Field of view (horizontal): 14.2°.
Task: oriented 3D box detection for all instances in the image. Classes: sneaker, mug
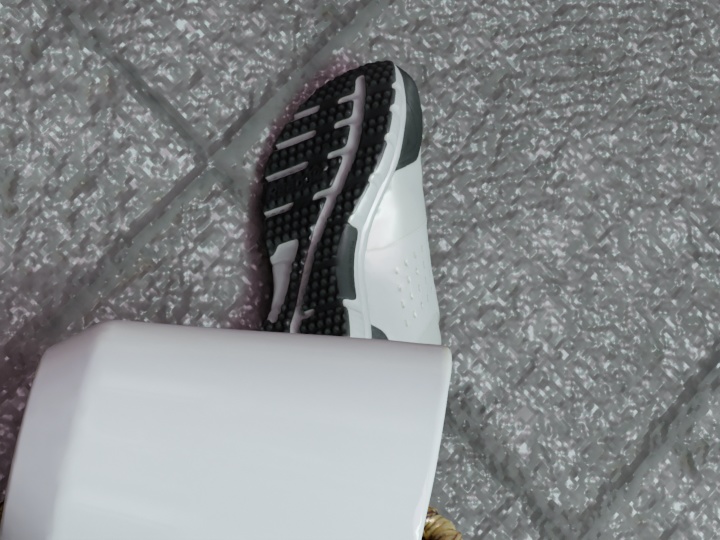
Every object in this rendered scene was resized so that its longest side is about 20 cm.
[{"bbox_3d":[0.000,0.000,1.313,0.080,0.073,0.201,32,57,-41],"label":"sneaker"},{"bbox_3d":[-0.057,0.093,1.113,0.152,0.187,0.150,12,69,-2],"label":"mug"}]

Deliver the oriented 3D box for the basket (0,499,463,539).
[{"bbox_3d":[-0.048,0.136,1.201,0.199,0.149,0.144,12,71,-17],"label":"basket"}]
